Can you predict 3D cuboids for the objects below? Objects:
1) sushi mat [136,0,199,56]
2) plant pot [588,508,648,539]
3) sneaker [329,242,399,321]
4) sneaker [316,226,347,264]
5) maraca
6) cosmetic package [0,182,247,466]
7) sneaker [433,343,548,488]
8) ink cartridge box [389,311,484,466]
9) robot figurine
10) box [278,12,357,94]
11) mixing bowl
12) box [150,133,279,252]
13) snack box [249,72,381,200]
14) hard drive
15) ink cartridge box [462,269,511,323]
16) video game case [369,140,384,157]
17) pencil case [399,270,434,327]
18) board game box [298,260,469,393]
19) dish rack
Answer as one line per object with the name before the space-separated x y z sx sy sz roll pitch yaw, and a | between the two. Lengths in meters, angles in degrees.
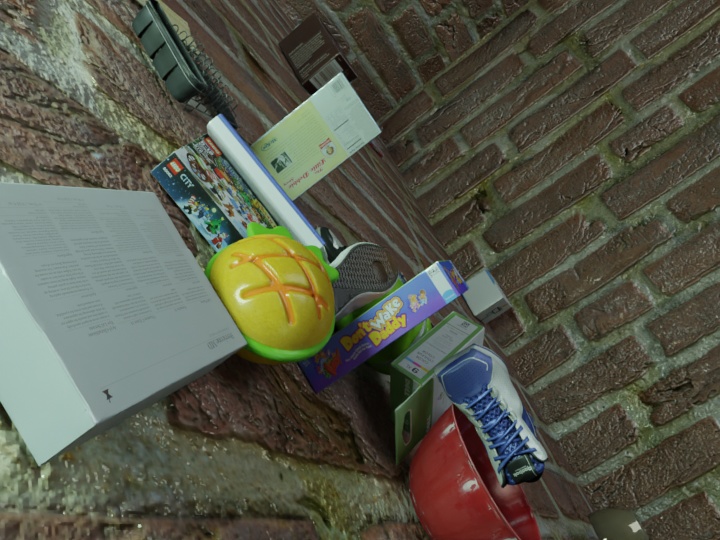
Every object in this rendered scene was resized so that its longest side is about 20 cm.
sushi mat | -0.339 -0.435 0.970 0.200 0.012 0.097 33 28 -61
plant pot | 0.883 0.887 2.009 0.201 0.133 0.201 52 13 -17
sneaker | -0.029 0.023 0.746 0.199 0.084 0.074 -25 83 -50
sneaker | 0.000 0.000 1.005 0.201 0.087 0.076 54 15 -3
maraca | -0.082 0.015 0.591 0.136 0.107 0.201 32 29 -10
cosmetic package | -0.171 0.019 0.407 0.152 0.051 0.200 55 13 3
sneaker | 0.176 0.190 0.729 0.200 0.080 0.116 52 11 -24
ink cartridge box | 0.089 0.154 0.808 0.059 0.199 0.105 25 -47 34
robot figurine | 0.028 0.069 0.873 0.201 0.115 0.175 51 -4 -20
box | -0.142 -0.714 2.026 0.202 0.165 0.164 61 14 21
mixing bowl | 0.130 0.280 0.755 0.201 0.108 0.201 53 12 -17
box | -0.149 -0.061 0.713 0.201 0.037 0.137 53 13 -16
snack box | -0.075 -0.219 1.001 0.117 0.198 0.037 53 10 -10
hard drive | -0.125 -0.101 0.787 0.201 0.025 0.132 51 -11 -5
ink cartridge box | 0.536 0.115 2.561 0.148 0.145 0.200 62 14 24
video game case | 0.041 -0.625 2.818 0.145 0.017 0.199 62 14 22
pencil case | 0.074 0.083 1.103 0.077 0.089 0.202 -15 69 -46
board game box | 0.033 0.063 0.720 0.045 0.199 0.134 56 13 7
dish rack | -0.244 -0.294 0.890 0.155 0.054 0.200 60 13 10
